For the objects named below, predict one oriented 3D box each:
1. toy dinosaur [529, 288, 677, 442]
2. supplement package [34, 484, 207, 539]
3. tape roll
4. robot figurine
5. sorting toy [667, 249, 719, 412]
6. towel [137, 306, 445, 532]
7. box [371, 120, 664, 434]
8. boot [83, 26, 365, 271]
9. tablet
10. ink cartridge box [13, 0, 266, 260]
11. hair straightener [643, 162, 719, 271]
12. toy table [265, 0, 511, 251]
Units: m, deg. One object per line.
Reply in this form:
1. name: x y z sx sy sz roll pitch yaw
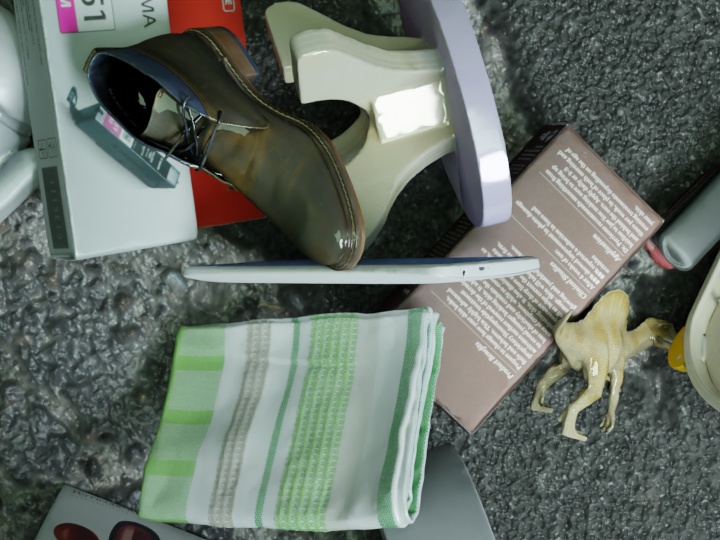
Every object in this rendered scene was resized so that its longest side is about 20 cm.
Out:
1. toy dinosaur: 0.154 0.059 0.939 0.058 0.199 0.102 28 102 35
2. supplement package: -0.146 0.262 0.892 0.189 0.200 0.149 22 93 -7
3. tape roll: 0.062 0.220 0.905 0.065 0.200 0.203 -17 97 -4
4. robot figurine: -0.278 -0.097 0.888 0.169 0.113 0.200 41 91 8
5. sorting toy: 0.328 0.058 0.967 0.179 0.107 0.201 37 74 -23
6. towel: -0.048 0.094 0.890 0.198 0.031 0.151 -4 58 24
7. box: 0.104 0.004 0.953 0.100 0.075 0.200 43 89 -7
8. boot: -0.083 -0.068 0.805 0.200 0.096 0.075 50 130 29
9. tablet: 0.000 0.000 0.869 0.198 0.130 0.014 -1 92 34
10. ink cartridge box: -0.132 -0.119 0.890 0.172 0.043 0.203 -12 98 -37
11. hair straightener: 0.288 -0.072 0.958 0.199 0.077 0.041 -39 96 0
12. toy table: 0.015 -0.109 0.891 0.116 0.185 0.201 -15 54 -6
